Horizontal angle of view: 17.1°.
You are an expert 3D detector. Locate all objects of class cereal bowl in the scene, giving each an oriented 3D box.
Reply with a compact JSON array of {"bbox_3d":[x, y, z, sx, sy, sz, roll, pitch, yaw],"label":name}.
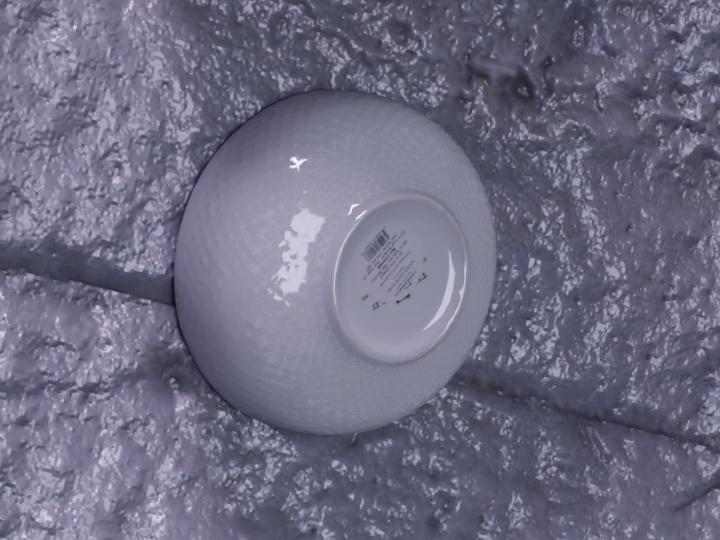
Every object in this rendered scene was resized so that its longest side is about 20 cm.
[{"bbox_3d":[0.000,0.000,1.345,0.200,0.083,0.201,-7,103,-34],"label":"cereal bowl"}]
